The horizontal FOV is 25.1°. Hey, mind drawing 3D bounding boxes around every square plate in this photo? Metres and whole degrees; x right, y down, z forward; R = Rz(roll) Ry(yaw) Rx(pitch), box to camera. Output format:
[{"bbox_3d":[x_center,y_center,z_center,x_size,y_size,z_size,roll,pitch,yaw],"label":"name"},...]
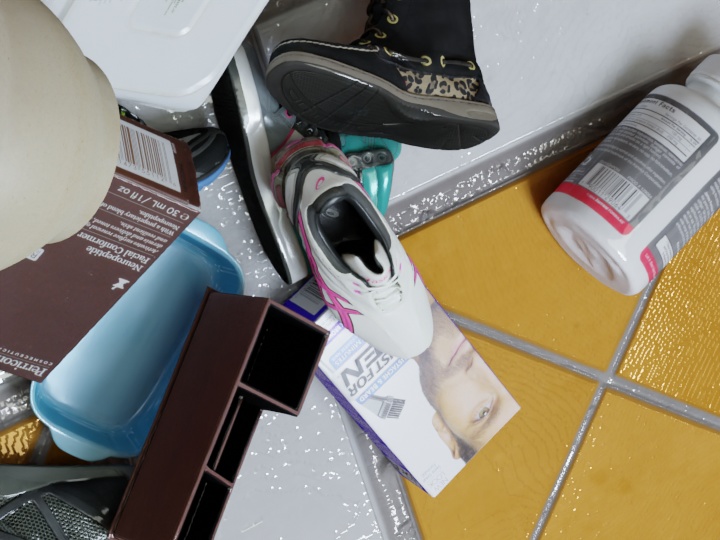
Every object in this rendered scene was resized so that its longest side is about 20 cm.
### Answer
[{"bbox_3d":[-0.127,-0.182,1.045,0.198,0.028,0.200,2,132,-51],"label":"square plate"}]

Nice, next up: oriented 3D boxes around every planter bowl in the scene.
[{"bbox_3d":[-0.226,-0.082,0.937,0.135,0.200,0.200,9,101,-49],"label":"planter bowl"}]

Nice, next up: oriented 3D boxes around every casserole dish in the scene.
[{"bbox_3d":[-0.172,0.047,1.217,0.121,0.039,0.200,30,89,-30],"label":"casserole dish"}]

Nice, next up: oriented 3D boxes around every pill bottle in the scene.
[{"bbox_3d":[0.256,-0.085,1.352,0.200,0.111,0.111,-45,119,-8],"label":"pill bottle"}]

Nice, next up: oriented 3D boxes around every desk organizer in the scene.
[{"bbox_3d":[-0.101,0.118,1.179,0.072,0.077,0.200,31,74,-37],"label":"desk organizer"}]

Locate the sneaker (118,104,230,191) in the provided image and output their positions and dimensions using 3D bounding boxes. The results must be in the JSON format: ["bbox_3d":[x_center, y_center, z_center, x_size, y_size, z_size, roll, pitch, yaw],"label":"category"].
[{"bbox_3d":[-0.184,-0.095,1.151,0.200,0.071,0.083,3,109,-24],"label":"sneaker"}]

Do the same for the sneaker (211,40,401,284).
[{"bbox_3d":[-0.033,-0.097,1.217,0.121,0.084,0.200,-25,121,-14],"label":"sneaker"}]

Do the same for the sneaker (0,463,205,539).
[{"bbox_3d":[-0.209,0.202,1.197,0.199,0.076,0.114,2,69,-25],"label":"sneaker"}]

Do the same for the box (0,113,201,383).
[{"bbox_3d":[-0.209,-0.018,1.103,0.100,0.075,0.200,22,127,-36],"label":"box"}]

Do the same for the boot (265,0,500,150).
[{"bbox_3d":[0.015,-0.177,1.188,0.200,0.073,0.151,10,66,-33],"label":"boot"}]

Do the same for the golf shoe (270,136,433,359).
[{"bbox_3d":[0.000,0.000,1.183,0.073,0.092,0.200,-33,123,1],"label":"golf shoe"}]

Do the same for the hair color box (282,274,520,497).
[{"bbox_3d":[0.030,0.077,1.313,0.109,0.065,0.200,-45,120,-9],"label":"hair color box"}]
